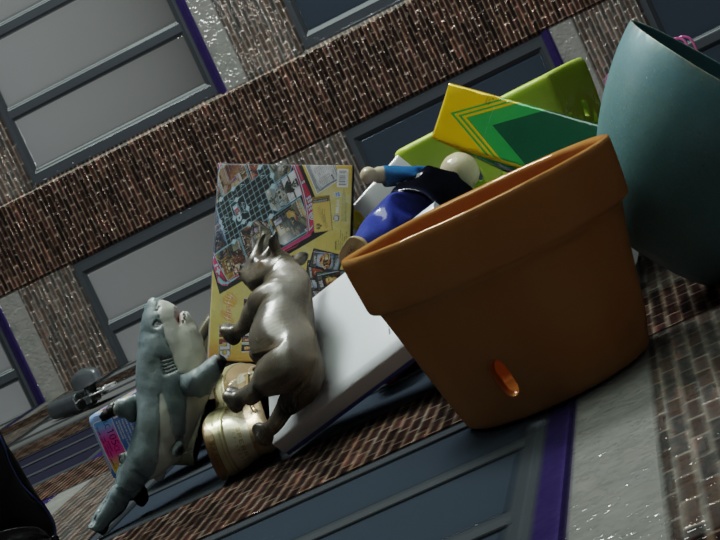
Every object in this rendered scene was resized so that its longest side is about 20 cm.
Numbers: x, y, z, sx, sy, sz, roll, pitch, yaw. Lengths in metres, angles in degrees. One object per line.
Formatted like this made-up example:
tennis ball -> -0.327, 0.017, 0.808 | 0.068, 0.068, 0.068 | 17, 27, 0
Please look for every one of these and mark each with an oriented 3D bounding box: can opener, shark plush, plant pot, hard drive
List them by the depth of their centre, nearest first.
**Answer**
plant pot -> 0.104, 0.014, 1.178 | 0.198, 0.141, 0.200 | -26, 5, 2
plant pot -> 0.246, -0.071, 1.254 | 0.136, 0.199, 0.200 | -61, -6, 15
hard drive -> 0.001, 0.048, 1.444 | 0.199, 0.025, 0.133 | -38, 35, 25
shark plush -> -0.187, 0.130, 1.527 | 0.091, 0.083, 0.202 | -131, 65, -83
plant pot -> 0.180, -0.104, 1.931 | 0.199, 0.183, 0.199 | -25, 4, 23
can opener -> -0.489, 0.208, 3.043 | 0.053, 0.067, 0.199 | -27, 4, -37

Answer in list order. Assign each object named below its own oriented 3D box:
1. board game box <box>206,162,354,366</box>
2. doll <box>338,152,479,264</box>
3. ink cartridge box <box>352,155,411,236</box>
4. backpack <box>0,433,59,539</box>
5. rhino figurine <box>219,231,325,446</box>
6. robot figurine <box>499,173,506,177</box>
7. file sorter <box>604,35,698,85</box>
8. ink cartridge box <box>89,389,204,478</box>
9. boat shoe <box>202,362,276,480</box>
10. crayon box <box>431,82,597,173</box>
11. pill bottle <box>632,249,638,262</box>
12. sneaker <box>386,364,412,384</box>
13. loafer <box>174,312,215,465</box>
board game box -> -0.075, -0.003, 1.674 | 0.134, 0.202, 0.035 | 1, -20, 2
doll -> 0.056, -0.059, 1.657 | 0.200, 0.136, 0.049 | -44, -25, -44
ink cartridge box -> 0.000, 0.000, 1.769 | 0.200, 0.083, 0.145 | -47, -10, -14
backpack -> -0.368, 0.208, 1.420 | 0.190, 0.201, 0.154 | -36, 4, -33
rhino figurine -> -0.071, 0.042, 1.460 | 0.087, 0.060, 0.201 | -40, 38, 29
robot figurine -> 0.173, -0.048, 1.750 | 0.199, 0.114, 0.169 | -28, 18, -30
file sorter -> 0.546, -0.343, 3.203 | 0.138, 0.126, 0.200 | -24, 4, 28
ink cartridge box -> -0.165, 0.135, 1.828 | 0.199, 0.077, 0.136 | -21, 6, 35
boat shoe -> -0.091, 0.126, 1.541 | 0.064, 0.072, 0.200 | -20, 15, 8
crayon box -> 0.188, -0.100, 1.574 | 0.171, 0.059, 0.199 | 22, 2, 36
pill bottle -> 0.127, -0.007, 1.464 | 0.199, 0.121, 0.119 | -22, 5, 42
sneaker -> 0.043, 0.050, 1.607 | 0.097, 0.071, 0.200 | -27, 2, 11
loafer -> -0.142, 0.108, 1.693 | 0.201, 0.067, 0.076 | -58, -13, -20
